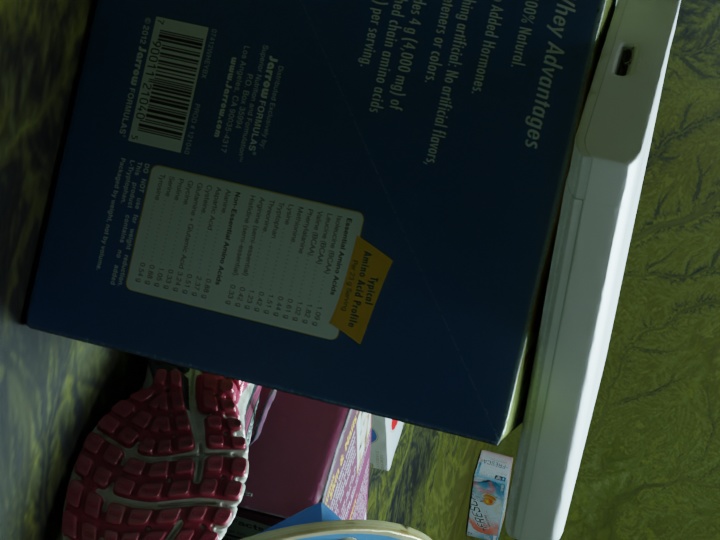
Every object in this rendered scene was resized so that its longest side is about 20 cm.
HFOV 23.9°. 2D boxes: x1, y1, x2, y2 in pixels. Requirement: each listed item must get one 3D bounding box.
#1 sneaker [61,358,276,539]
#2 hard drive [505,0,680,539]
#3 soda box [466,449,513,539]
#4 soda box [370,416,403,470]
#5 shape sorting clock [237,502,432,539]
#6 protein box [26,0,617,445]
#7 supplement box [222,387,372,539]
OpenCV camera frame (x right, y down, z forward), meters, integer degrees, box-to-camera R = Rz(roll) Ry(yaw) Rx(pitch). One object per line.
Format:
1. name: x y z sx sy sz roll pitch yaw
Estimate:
1. sneaker: -0.083 0.086 0.827 0.075 0.080 0.201 95 12 -48
2. hard drive: 0.095 -0.002 0.696 0.132 0.026 0.201 -66 166 -48
3. soda box: 0.244 0.429 3.212 0.201 0.063 0.069 91 15 -48
4. soda box: -0.003 0.082 1.314 0.200 0.068 0.064 86 19 -60
5. shape sorting clock: -0.048 0.188 0.879 0.201 0.199 0.039 91 -16 -50
6. protein box: -0.007 -0.049 0.723 0.135 0.199 0.200 6 98 -80
7. supplement box: -0.056 0.138 0.976 0.201 0.103 0.131 93 14 -49
